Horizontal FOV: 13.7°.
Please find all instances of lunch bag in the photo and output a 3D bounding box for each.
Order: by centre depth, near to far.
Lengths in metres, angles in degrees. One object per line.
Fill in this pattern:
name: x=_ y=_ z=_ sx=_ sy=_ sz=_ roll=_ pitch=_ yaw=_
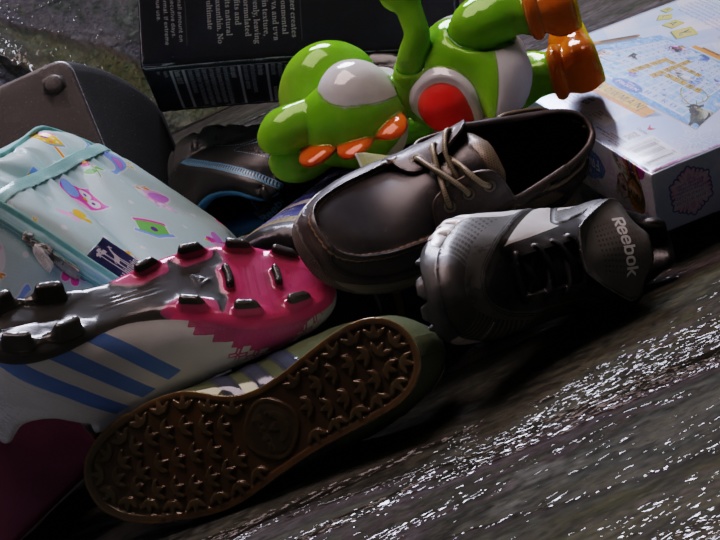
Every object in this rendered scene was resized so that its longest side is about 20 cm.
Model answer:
lunch bag: x=-0.158 y=-0.011 z=1.696 sx=0.077 sy=0.160 sz=0.200 roll=-57 pitch=-5 yaw=16

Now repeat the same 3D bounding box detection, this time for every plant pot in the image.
plant pot: x=-0.203 y=-0.021 z=1.910 sx=0.199 sy=0.201 sz=0.178 roll=-24 pitch=-23 yaw=0

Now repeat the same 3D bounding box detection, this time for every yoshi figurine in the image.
yoshi figurine: x=0.032 y=-0.118 z=1.723 sx=0.199 sy=0.113 sz=0.112 roll=-22 pitch=-6 yaw=2

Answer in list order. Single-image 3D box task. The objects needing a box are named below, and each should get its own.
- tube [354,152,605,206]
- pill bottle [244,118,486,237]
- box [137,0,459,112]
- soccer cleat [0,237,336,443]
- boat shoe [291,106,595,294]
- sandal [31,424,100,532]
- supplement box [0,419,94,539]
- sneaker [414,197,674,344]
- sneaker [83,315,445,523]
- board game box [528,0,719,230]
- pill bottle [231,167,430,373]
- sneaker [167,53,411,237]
tube: x=0.075 y=-0.035 z=1.717 sx=0.058 sy=0.052 sz=0.200 roll=25 pitch=18 yaw=36
pill bottle: x=0.029 y=-0.046 z=1.929 sx=0.199 sy=0.113 sz=0.112 roll=-26 pitch=9 yaw=-18
box: x=-0.040 y=-0.178 z=1.917 sx=0.197 sy=0.124 sz=0.200 roll=-3 pitch=-4 yaw=-1
soccer cleat: x=-0.111 y=0.040 z=1.583 sx=0.199 sy=0.087 sz=0.070 roll=-10 pitch=40 yaw=-14
boat shoe: x=0.047 y=-0.049 z=1.618 sx=0.200 sy=0.075 sz=0.073 roll=-23 pitch=-24 yaw=-39
sandal: x=-0.157 y=0.099 z=1.771 sx=0.079 sy=0.059 sz=0.207 roll=-26 pitch=26 yaw=40
supplement box: x=-0.251 y=0.112 z=1.667 sx=0.131 sy=0.103 sz=0.200 roll=-45 pitch=16 yaw=-24
sneaker: x=0.103 y=-0.006 z=1.565 sx=0.090 sy=0.067 sz=0.200 roll=-13 pitch=-1 yaw=31
sneaker: x=-0.041 y=0.077 z=1.562 sx=0.199 sy=0.067 sz=0.090 roll=-25 pitch=-6 yaw=21
board game box: x=0.207 y=-0.103 z=1.753 sx=0.199 sy=0.041 sz=0.200 roll=-21 pitch=28 yaw=-17
pill bottle: x=0.000 y=0.000 z=1.726 sx=0.111 sy=0.112 sz=0.200 roll=-20 pitch=10 yaw=27
sneaker: x=-0.031 y=-0.064 z=1.832 sx=0.199 sy=0.073 sz=0.082 roll=-25 pitch=37 yaw=25
